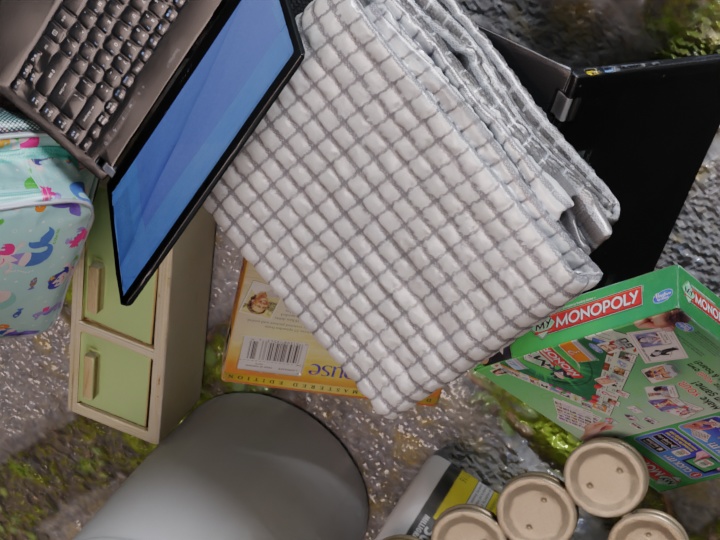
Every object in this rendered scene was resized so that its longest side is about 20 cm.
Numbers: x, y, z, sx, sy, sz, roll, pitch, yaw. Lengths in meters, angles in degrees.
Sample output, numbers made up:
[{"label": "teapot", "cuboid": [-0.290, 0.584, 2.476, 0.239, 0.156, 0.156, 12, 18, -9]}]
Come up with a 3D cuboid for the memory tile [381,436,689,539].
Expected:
[{"label": "memory tile", "cuboid": [0.113, 0.198, 1.095, 0.199, 0.017, 0.154, -29, 97, 24]}]

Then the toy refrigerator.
[{"label": "toy refrigerator", "cuboid": [-0.149, 0.014, 1.210, 0.076, 0.070, 0.201, 20, 126, 16]}]

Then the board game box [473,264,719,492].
[{"label": "board game box", "cuboid": [0.176, 0.068, 1.029, 0.134, 0.029, 0.200, -19, 143, 35]}]

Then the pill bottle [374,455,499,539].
[{"label": "pill bottle", "cuboid": [0.101, 0.219, 1.176, 0.199, 0.111, 0.112, 32, 128, 6]}]

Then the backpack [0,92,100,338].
[{"label": "backpack", "cuboid": [-0.260, -0.045, 1.076, 0.199, 0.151, 0.178, 2, 141, -26]}]

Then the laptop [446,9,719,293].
[{"label": "laptop", "cuboid": [0.082, -0.067, 1.014, 0.116, 0.199, 0.188, 52, 138, 36]}]

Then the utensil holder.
[{"label": "utensil holder", "cuboid": [-0.103, 0.202, 1.216, 0.169, 0.200, 0.171, 13, 123, 21]}]

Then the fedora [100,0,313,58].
[{"label": "fedora", "cuboid": [-0.075, -0.222, 1.004, 0.199, 0.092, 0.202, 5, 106, 18]}]

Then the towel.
[{"label": "towel", "cuboid": [0.022, -0.045, 0.939, 0.200, 0.086, 0.165, 49, 127, -2]}]

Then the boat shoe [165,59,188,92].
[{"label": "boat shoe", "cuboid": [-0.125, -0.177, 1.085, 0.072, 0.062, 0.200, -29, 120, 29]}]

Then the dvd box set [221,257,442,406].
[{"label": "dvd box set", "cuboid": [0.000, 0.000, 1.099, 0.145, 0.029, 0.201, 7, 133, -8]}]

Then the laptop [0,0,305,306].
[{"label": "laptop", "cuboid": [-0.133, -0.118, 0.944, 0.200, 0.103, 0.177, 41, 115, 5]}]
